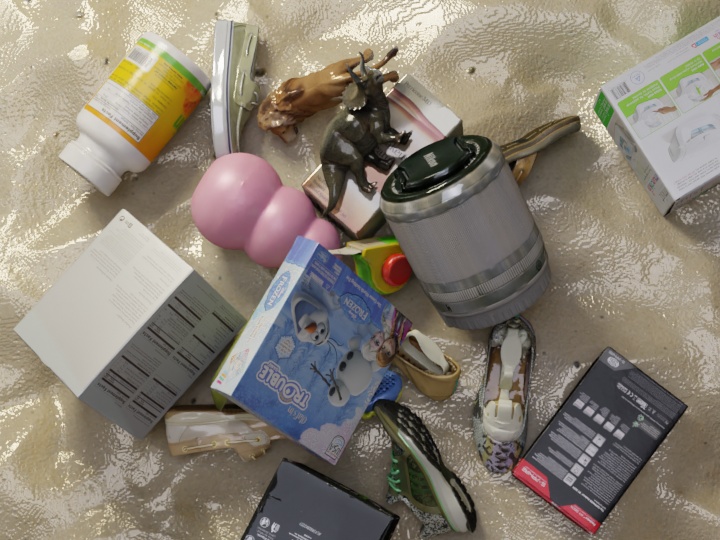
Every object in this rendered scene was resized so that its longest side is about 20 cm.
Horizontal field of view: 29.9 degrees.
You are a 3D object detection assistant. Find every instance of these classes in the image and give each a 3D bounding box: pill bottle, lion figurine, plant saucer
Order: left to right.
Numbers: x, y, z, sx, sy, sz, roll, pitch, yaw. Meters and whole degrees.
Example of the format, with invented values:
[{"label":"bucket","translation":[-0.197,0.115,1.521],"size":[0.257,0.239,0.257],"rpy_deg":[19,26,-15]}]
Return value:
[{"label":"pill bottle","translation":[-0.294,-0.198,1.741],"size":[0.111,0.111,0.200],"rpy_deg":[37,84,9]},{"label":"plant saucer","translation":[-0.129,0.078,1.634],"size":[0.031,0.200,0.200],"rpy_deg":[32,83,-3]},{"label":"lion figurine","translation":[-0.045,-0.232,1.711],"size":[0.122,0.200,0.073],"rpy_deg":[-19,83,-35]}]

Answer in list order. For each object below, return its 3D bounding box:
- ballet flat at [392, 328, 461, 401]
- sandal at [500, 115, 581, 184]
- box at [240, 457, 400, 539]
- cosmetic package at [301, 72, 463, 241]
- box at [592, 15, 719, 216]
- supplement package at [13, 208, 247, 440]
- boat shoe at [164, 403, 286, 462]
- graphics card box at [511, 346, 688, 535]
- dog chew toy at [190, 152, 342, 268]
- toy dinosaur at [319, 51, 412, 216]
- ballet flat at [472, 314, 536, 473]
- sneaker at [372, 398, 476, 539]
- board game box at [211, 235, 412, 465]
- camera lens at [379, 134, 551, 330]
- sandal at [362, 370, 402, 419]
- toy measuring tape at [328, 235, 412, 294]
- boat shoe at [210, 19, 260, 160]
[{"label":"ballet flat","translation":[0.047,0.080,1.691],"size":[0.200,0.063,0.069],"rpy_deg":[38,50,6]},{"label":"sandal","translation":[0.199,-0.137,1.727],"size":[0.200,0.080,0.054],"rpy_deg":[-27,101,-6]},{"label":"box","translation":[-0.046,0.310,1.588],"size":[0.148,0.200,0.125],"rpy_deg":[27,84,7]},{"label":"cosmetic package","translation":[0.030,-0.140,1.723],"size":[0.103,0.087,0.200],"rpy_deg":[41,84,10]},{"label":"box","translation":[0.427,-0.198,1.705],"size":[0.200,0.097,0.177],"rpy_deg":[-31,80,-3]},{"label":"supplement package","translation":[-0.279,0.067,1.649],"size":[0.200,0.151,0.152],"rpy_deg":[-48,55,-6]},{"label":"boat shoe","translation":[-0.144,0.204,1.685],"size":[0.199,0.074,0.069],"rpy_deg":[0,94,3]},{"label":"graphics card box","translation":[0.293,0.209,1.663],"size":[0.125,0.051,0.200],"rpy_deg":[36,85,9]},{"label":"dog chew toy","translation":[-0.113,-0.061,1.706],"size":[0.200,0.125,0.125],"rpy_deg":[32,83,0]},{"label":"toy dinosaur","translation":[-0.004,-0.161,1.654],"size":[0.102,0.077,0.200],"rpy_deg":[35,116,6]},{"label":"ballet flat","translation":[0.178,0.149,1.672],"size":[0.072,0.072,0.201],"rpy_deg":[7,80,5]},{"label":"sneaker","translation":[0.059,0.250,1.643],"size":[0.088,0.077,0.200],"rpy_deg":[-31,98,14]},{"label":"board game box","translation":[-0.051,0.096,1.565],"size":[0.043,0.200,0.199],"rpy_deg":[19,75,46]},{"label":"camera lens","translation":[0.127,-0.050,1.629],"size":[0.160,0.160,0.200],"rpy_deg":[-30,112,-2]},{"label":"sandal","translation":[-0.046,0.128,1.670],"size":[0.199,0.080,0.087],"rpy_deg":[7,122,2]},{"label":"toy measuring tape","translation":[0.000,0.000,1.681],"size":[0.200,0.074,0.074],"rpy_deg":[-11,77,-35]},{"label":"boat shoe","translation":[-0.162,-0.235,1.761],"size":[0.062,0.072,0.201],"rpy_deg":[0,79,-2]}]
